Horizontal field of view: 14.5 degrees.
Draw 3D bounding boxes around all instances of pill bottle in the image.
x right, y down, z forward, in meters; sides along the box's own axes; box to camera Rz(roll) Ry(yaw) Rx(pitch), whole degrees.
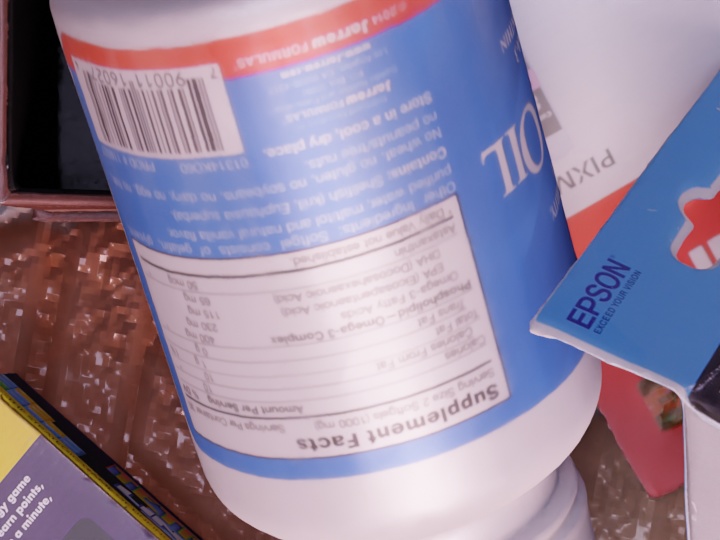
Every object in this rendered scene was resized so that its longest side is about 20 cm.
[{"bbox_3d":[0.000,0.000,0.729,0.111,0.112,0.201,-15,116,3],"label":"pill bottle"}]

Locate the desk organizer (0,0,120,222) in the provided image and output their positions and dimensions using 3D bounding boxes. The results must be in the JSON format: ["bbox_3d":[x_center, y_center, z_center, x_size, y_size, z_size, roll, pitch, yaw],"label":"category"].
[{"bbox_3d":[-0.061,-0.115,0.772,0.071,0.077,0.202,0,90,3],"label":"desk organizer"}]

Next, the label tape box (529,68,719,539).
[{"bbox_3d":[0.147,0.046,0.713,0.199,0.143,0.066,29,129,10],"label":"label tape box"}]

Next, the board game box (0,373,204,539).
[{"bbox_3d":[-0.103,0.157,0.786,0.165,0.057,0.200,41,92,5],"label":"board game box"}]

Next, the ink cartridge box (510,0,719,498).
[{"bbox_3d":[0.098,-0.063,0.779,0.162,0.057,0.201,-30,84,3],"label":"ink cartridge box"}]
